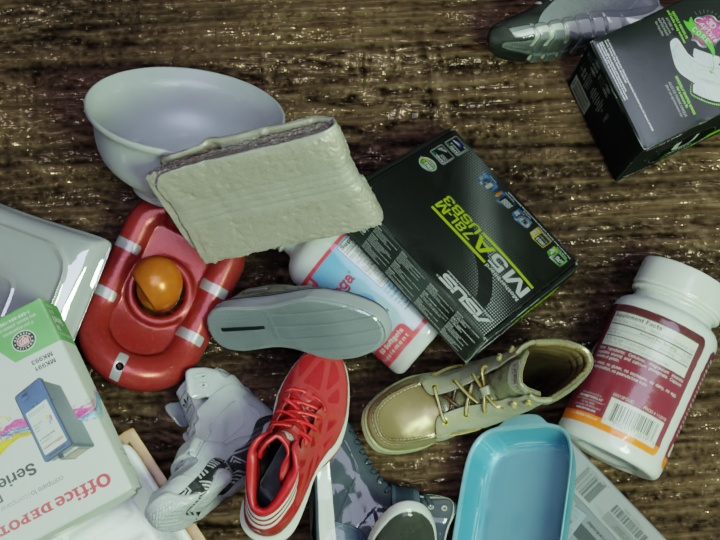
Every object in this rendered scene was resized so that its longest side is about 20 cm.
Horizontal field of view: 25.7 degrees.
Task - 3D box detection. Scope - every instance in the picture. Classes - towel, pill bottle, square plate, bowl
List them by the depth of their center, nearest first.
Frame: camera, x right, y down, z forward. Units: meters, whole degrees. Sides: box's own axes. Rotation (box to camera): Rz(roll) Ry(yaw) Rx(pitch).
[{"bbox_3d":[-0.089,-0.073,1.463,0.198,0.133,0.035,-10,46,20],"label":"towel"},{"bbox_3d":[-0.368,0.032,1.562,0.198,0.028,0.200,18,82,19],"label":"square plate"},{"bbox_3d":[-0.177,-0.122,1.565,0.199,0.202,0.091,7,119,-2],"label":"bowl"},{"bbox_3d":[0.286,0.095,1.574,0.113,0.114,0.201,27,81,1],"label":"pill bottle"},{"bbox_3d":[0.000,0.000,1.575,0.200,0.109,0.109,41,82,4],"label":"pill bottle"}]

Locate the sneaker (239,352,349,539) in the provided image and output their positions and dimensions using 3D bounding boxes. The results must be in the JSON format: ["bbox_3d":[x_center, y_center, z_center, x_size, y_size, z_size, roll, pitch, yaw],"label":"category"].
[{"bbox_3d":[-0.055,0.149,1.467,0.078,0.116,0.202,15,66,2],"label":"sneaker"}]

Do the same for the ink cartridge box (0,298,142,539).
[{"bbox_3d":[-0.312,0.149,1.470,0.144,0.088,0.201,-26,85,-5],"label":"ink cartridge box"}]

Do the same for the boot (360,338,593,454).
[{"bbox_3d":[0.111,0.118,1.514,0.198,0.154,0.073,-14,83,-27],"label":"boot"}]

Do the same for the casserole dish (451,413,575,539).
[{"bbox_3d":[0.152,0.237,1.524,0.120,0.039,0.202,-8,56,33],"label":"casserole dish"}]

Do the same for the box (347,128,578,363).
[{"bbox_3d":[0.096,-0.030,1.553,0.200,0.048,0.193,48,40,9],"label":"box"}]

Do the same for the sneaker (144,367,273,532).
[{"bbox_3d":[-0.160,0.168,1.530,0.115,0.075,0.199,45,41,12],"label":"sneaker"}]

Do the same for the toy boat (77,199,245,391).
[{"bbox_3d":[-0.199,0.020,1.550,0.129,0.131,0.202,25,81,1],"label":"toy boat"}]

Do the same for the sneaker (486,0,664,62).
[{"bbox_3d":[0.217,-0.288,1.651,0.198,0.075,0.117,-9,78,-14],"label":"sneaker"}]

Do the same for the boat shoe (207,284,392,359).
[{"bbox_3d":[-0.056,0.039,1.521,0.198,0.062,0.073,2,123,28],"label":"boat shoe"}]

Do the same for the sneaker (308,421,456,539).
[{"bbox_3d":[0.019,0.203,1.565,0.144,0.077,0.205,-3,79,-7],"label":"sneaker"}]

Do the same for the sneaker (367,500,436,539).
[{"bbox_3d":[0.041,0.317,1.487,0.070,0.100,0.202,2,123,-13],"label":"sneaker"}]

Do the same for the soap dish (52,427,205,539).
[{"bbox_3d":[-0.233,0.280,1.538,0.157,0.081,0.201,-33,85,-7],"label":"soap dish"}]

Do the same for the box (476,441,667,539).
[{"bbox_3d":[0.185,0.288,1.519,0.200,0.041,0.156,-45,45,0],"label":"box"}]

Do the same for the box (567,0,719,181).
[{"bbox_3d":[0.333,-0.199,1.599,0.198,0.149,0.125,-24,82,-5],"label":"box"}]
